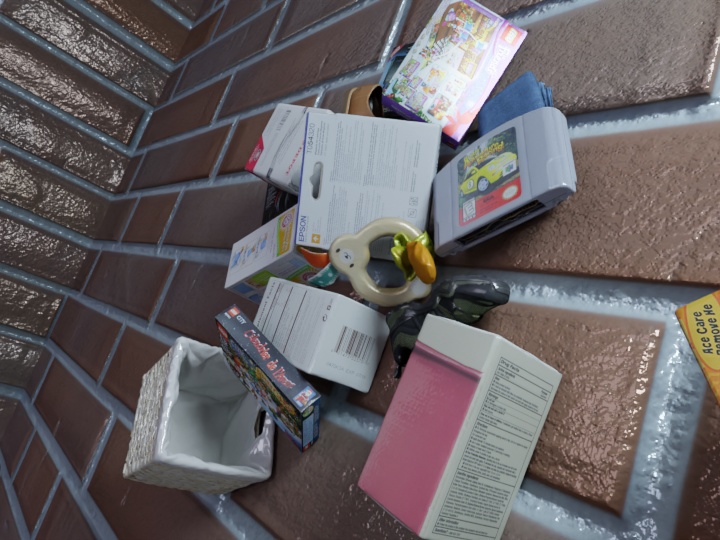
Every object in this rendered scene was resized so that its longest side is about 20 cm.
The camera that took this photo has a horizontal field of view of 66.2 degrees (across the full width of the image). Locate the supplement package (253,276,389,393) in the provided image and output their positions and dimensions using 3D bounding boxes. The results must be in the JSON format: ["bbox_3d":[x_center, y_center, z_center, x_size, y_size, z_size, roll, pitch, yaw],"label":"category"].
[{"bbox_3d":[-0.068,0.094,0.850,0.199,0.116,0.119,11,78,53],"label":"supplement package"}]

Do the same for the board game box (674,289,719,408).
[{"bbox_3d":[0.339,0.095,0.291,0.199,0.199,0.202,-34,45,32],"label":"board game box"}]

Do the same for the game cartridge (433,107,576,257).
[{"bbox_3d":[0.168,-0.111,0.691,0.199,0.041,0.135,-29,45,43],"label":"game cartridge"}]

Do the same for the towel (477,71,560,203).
[{"bbox_3d":[0.211,-0.158,0.733,0.111,0.048,0.203,-30,48,41],"label":"towel"}]

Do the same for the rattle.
[{"bbox_3d":[0.000,0.000,0.743,0.143,0.197,0.132,-74,-12,-61],"label":"rattle"}]

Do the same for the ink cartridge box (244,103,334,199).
[{"bbox_3d":[-0.110,-0.214,1.002,0.199,0.083,0.147,29,89,52],"label":"ink cartridge box"}]

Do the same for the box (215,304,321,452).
[{"bbox_3d":[-0.137,0.161,0.821,0.038,0.138,0.200,-34,61,-28],"label":"box"}]

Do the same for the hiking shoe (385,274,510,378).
[{"bbox_3d":[0.112,0.076,0.696,0.199,0.075,0.102,-32,53,47],"label":"hiking shoe"}]

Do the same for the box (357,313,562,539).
[{"bbox_3d":[0.105,0.168,0.586,0.108,0.127,0.202,14,78,53],"label":"box"}]

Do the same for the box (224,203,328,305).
[{"bbox_3d":[-0.142,-0.019,1.015,0.199,0.112,0.103,-25,48,38],"label":"box"}]

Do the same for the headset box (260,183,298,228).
[{"bbox_3d":[-0.121,-0.147,1.102,0.148,0.075,0.203,-25,50,38],"label":"headset box"}]

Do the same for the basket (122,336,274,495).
[{"bbox_3d":[-0.260,0.251,0.922,0.160,0.198,0.201,-35,43,39],"label":"basket"}]

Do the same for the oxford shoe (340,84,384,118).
[{"bbox_3d":[0.005,-0.209,0.887,0.071,0.071,0.203,-7,75,39],"label":"oxford shoe"}]

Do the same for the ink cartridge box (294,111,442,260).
[{"bbox_3d":[0.010,-0.122,0.812,0.197,0.043,0.200,10,100,12],"label":"ink cartridge box"}]

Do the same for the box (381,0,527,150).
[{"bbox_3d":[0.139,-0.302,0.828,0.201,0.136,0.039,-57,-5,-6],"label":"box"}]

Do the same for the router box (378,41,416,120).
[{"bbox_3d":[0.108,-0.315,0.944,0.199,0.062,0.152,13,79,53],"label":"router box"}]
